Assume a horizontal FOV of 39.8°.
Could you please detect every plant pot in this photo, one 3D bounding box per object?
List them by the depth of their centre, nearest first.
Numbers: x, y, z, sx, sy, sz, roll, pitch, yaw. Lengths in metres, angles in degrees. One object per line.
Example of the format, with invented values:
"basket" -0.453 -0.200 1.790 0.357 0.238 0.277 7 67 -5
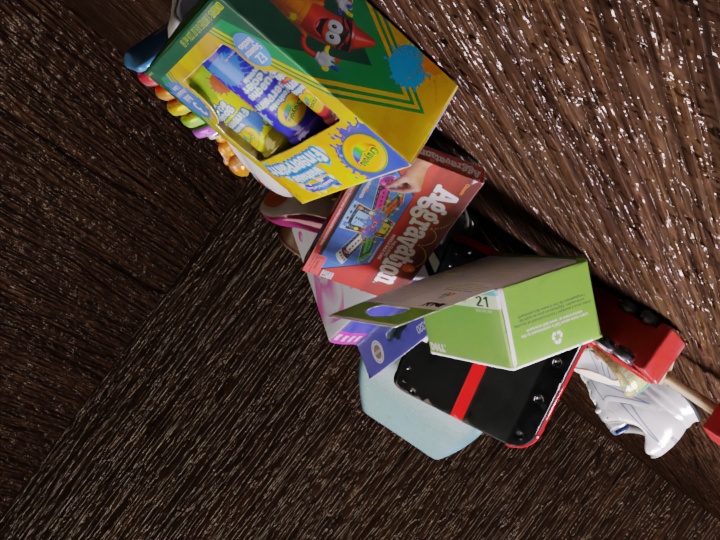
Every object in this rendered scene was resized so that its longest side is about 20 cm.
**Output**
"plant pot" 0.104 0.104 1.211 0.194 0.202 0.196 32 -157 10

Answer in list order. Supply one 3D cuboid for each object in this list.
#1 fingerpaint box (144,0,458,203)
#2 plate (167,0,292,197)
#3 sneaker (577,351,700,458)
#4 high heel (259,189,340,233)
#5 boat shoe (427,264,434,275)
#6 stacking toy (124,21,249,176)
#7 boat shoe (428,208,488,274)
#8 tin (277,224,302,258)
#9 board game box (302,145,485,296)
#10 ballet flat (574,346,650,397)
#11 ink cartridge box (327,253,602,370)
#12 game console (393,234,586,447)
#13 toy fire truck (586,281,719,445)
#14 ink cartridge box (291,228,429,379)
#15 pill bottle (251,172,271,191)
"fingerpaint box" -0.051 -0.136 0.716 0.166 0.074 0.199 39 162 -19
"plate" -0.133 -0.182 0.974 0.201 0.032 0.201 56 -170 -29
"sneaker" 0.300 0.139 1.178 0.199 0.088 0.074 39 -179 38
"high heel" -0.026 -0.050 1.006 0.096 0.068 0.199 44 160 -29
"boat shoe" 0.142 0.011 1.356 0.199 0.073 0.071 37 174 -28
"stacking toy" -0.184 -0.199 1.191 0.202 0.109 0.116 59 169 -23
"boat shoe" 0.090 -0.059 1.057 0.201 0.066 0.073 55 -150 -51
"tin" -0.051 -0.070 1.308 0.110 0.042 0.201 21 -154 -15
"board game box" 0.024 -0.043 0.898 0.101 0.020 0.201 18 143 -12
"ballet flat" 0.239 0.073 1.083 0.071 0.071 0.199 39 179 -44
"ink cartridge box" 0.090 0.048 0.892 0.147 0.197 0.077 4 110 64
"game console" 0.143 0.081 1.064 0.174 0.203 0.031 26 -152 11
"toy fire truck" 0.271 0.083 0.923 0.141 0.049 0.199 40 178 -37
"ink cartridge box" 0.000 0.000 1.082 0.196 0.043 0.203 -46 60 57
"pill bottle" -0.038 -0.113 1.229 0.199 0.113 0.112 37 178 25
